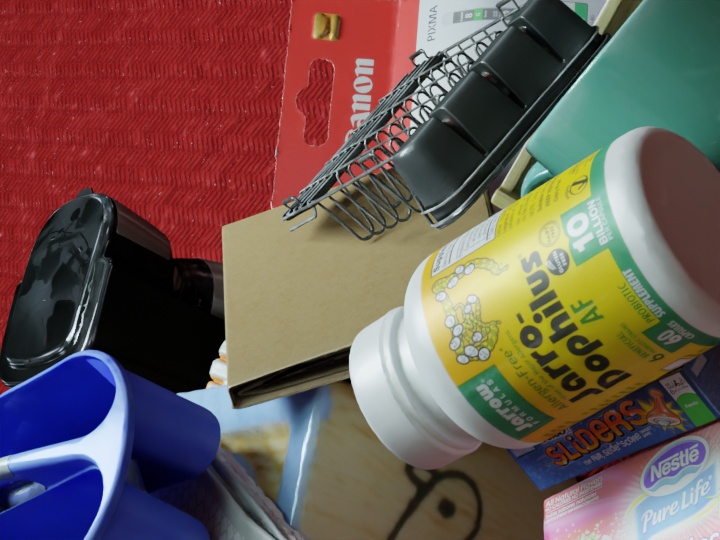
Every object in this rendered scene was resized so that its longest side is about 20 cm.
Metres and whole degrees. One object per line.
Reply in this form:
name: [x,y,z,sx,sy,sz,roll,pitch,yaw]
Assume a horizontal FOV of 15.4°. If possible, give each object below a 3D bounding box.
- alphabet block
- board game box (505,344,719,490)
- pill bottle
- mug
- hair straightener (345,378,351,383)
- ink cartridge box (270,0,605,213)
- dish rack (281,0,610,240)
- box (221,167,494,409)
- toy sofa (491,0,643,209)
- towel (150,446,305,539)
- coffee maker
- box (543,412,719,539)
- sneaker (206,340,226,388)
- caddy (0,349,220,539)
alphabet block: [-0.019,0.184,1.548,0.196,0.200,0.196,-10,64,52]
board game box: [0.171,0.026,1.437,0.135,0.034,0.200,-28,18,43]
pill bottle: [0.094,0.021,1.340,0.200,0.113,0.113,-31,47,31]
mug: [0.175,-0.082,1.424,0.152,0.114,0.185,-50,-3,-16]
hair straightener: [-0.034,0.157,1.734,0.077,0.041,0.200,16,89,48]
ink cartridge box: [0.051,-0.106,1.639,0.050,0.199,0.161,101,174,-65]
dish rack: [0.039,-0.079,1.501,0.153,0.055,0.200,-48,11,-25]
box: [0.000,0.000,1.513,0.163,0.021,0.200,-19,27,6]
toy sofa: [0.159,-0.104,1.537,0.200,0.083,0.098,-61,-5,9]
towel: [-0.099,0.203,1.441,0.191,0.032,0.200,-63,33,8]
coffee maker: [-0.126,0.066,1.767,0.135,0.200,0.192,-39,42,36]
box: [0.196,0.138,1.362,0.200,0.102,0.095,-33,47,42]
sneaker: [-0.061,0.097,1.700,0.078,0.077,0.200,35,87,32]
caddy: [-0.166,0.126,1.458,0.200,0.105,0.142,-28,49,45]
